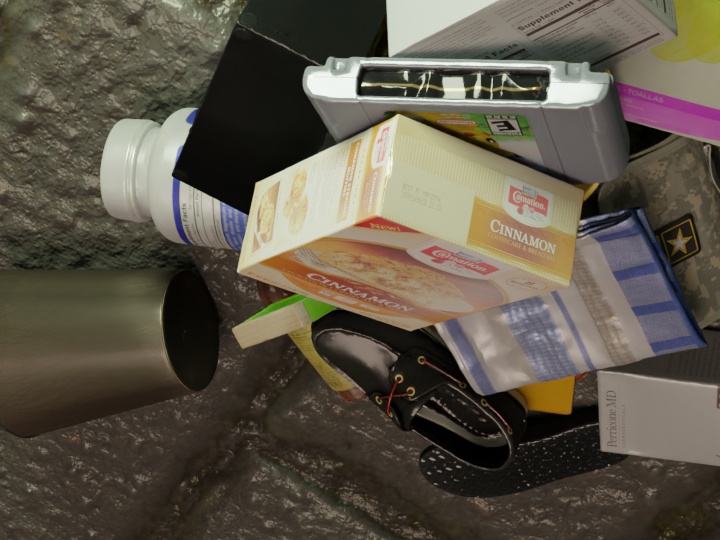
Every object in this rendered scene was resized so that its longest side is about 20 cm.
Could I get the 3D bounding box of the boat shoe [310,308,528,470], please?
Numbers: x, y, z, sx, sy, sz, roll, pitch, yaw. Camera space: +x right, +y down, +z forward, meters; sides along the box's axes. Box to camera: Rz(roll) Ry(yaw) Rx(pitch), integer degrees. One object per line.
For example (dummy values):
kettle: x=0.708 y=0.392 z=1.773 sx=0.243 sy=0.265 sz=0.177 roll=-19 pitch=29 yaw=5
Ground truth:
boat shoe: x=0.046 y=0.094 z=1.432 sx=0.200 sy=0.063 sz=0.074 roll=31 pitch=127 yaw=-7

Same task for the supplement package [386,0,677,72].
supplement package: x=0.105 y=-0.229 z=1.148 sx=0.155 sy=0.202 sz=0.111 roll=-23 pitch=146 yaw=34

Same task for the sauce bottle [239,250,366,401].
sauce bottle: x=-0.047 y=0.029 z=1.549 sx=0.066 sy=0.066 sz=0.200 roll=-18 pitch=124 yaw=32

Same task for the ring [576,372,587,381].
ring: x=0.117 y=0.042 z=1.532 sx=0.199 sy=0.019 sz=0.201 roll=10 pitch=134 yaw=11

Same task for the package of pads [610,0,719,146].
package of pads: x=0.230 y=-0.177 z=1.257 sx=0.198 sy=0.068 sz=0.155 roll=15 pitch=134 yaw=7

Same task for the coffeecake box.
coffeecake box: x=0.031 y=-0.026 z=1.200 sx=0.153 sy=0.074 sz=0.200 roll=20 pitch=160 yaw=-26

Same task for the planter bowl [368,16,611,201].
planter bowl: x=0.080 y=-0.104 z=1.258 sx=0.199 sy=0.084 sz=0.202 roll=10 pitch=119 yaw=19

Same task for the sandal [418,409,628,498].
sandal: x=0.153 y=0.164 z=1.616 sx=0.199 sy=0.048 sz=0.076 roll=-11 pitch=125 yaw=13

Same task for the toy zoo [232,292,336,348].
toy zoo: x=0.000 y=0.000 z=1.430 sx=0.021 sy=0.199 sz=0.131 roll=61 pitch=152 yaw=-4

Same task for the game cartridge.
game cartridge: x=0.073 y=-0.095 z=1.145 sx=0.198 sy=0.041 sz=0.133 roll=3 pitch=164 yaw=17

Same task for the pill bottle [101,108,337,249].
pill bottle: x=-0.106 y=-0.074 z=1.436 sx=0.198 sy=0.112 sz=0.113 roll=7 pitch=132 yaw=16

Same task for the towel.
towel: x=0.147 y=0.028 z=1.335 sx=0.199 sy=0.024 sz=0.147 roll=-14 pitch=125 yaw=27

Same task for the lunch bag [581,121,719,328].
lunch bag: x=0.195 y=-0.027 z=1.372 sx=0.198 sy=0.118 sz=0.165 roll=-12 pitch=119 yaw=23

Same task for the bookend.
bookend: x=-0.042 y=-0.173 z=1.299 sx=0.092 sy=0.201 sz=0.199 roll=26 pitch=146 yaw=-5

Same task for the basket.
basket: x=-0.243 y=0.066 z=1.615 sx=0.198 sy=0.137 sz=0.181 roll=-9 pitch=129 yaw=22

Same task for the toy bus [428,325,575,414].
toy bus: x=0.087 y=0.067 z=1.490 sx=0.198 sy=0.079 sz=0.066 roll=7 pitch=127 yaw=8

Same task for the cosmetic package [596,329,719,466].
cosmetic package: x=0.304 y=0.109 z=1.485 sx=0.198 sy=0.074 sz=0.102 roll=4 pitch=131 yaw=16
